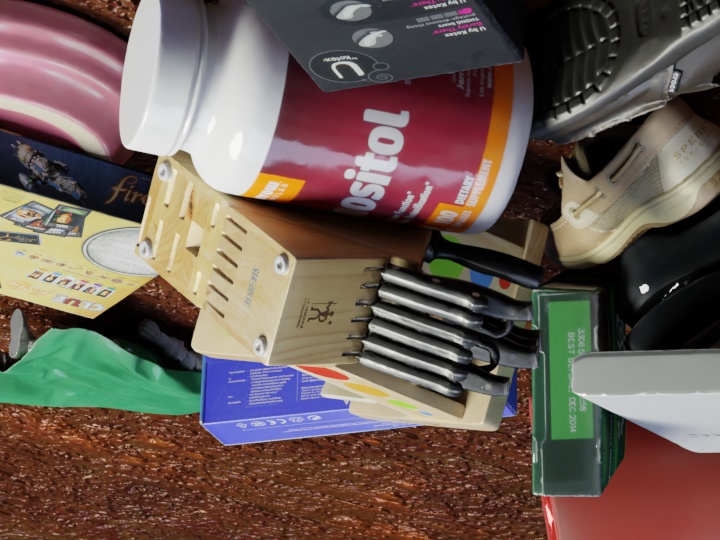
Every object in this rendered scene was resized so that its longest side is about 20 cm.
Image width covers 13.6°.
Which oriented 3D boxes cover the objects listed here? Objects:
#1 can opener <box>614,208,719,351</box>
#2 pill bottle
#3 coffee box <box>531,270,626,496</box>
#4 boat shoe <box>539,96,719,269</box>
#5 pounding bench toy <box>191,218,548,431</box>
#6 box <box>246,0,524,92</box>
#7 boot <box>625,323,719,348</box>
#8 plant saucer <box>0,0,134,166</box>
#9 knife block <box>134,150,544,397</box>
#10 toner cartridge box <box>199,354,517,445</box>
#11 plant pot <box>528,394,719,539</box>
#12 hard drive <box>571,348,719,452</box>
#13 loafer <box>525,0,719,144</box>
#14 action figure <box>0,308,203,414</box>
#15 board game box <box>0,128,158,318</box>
[{"bbox_3d":[0.225,-0.023,1.708,0.200,0.079,0.063,-40,164,16],"label":"can opener"},{"bbox_3d":[-0.020,-0.088,1.569,0.199,0.113,0.113,9,155,-16],"label":"pill bottle"},{"bbox_3d":[0.132,0.064,1.797,0.044,0.123,0.200,0,-178,9],"label":"coffee box"},{"bbox_3d":[0.148,-0.055,1.702,0.065,0.071,0.200,45,154,-7],"label":"boat shoe"},{"bbox_3d":[-0.024,0.007,1.761,0.156,0.125,0.200,23,167,-37],"label":"pounding bench toy"},{"bbox_3d":[-0.005,-0.181,1.348,0.106,0.123,0.200,-8,154,20],"label":"box"},{"bbox_3d":[0.219,0.030,1.845,0.146,0.070,0.200,4,141,-36],"label":"boot"},{"bbox_3d":[-0.212,-0.085,1.668,0.200,0.051,0.201,2,156,1],"label":"plant saucer"},{"bbox_3d":[0.000,0.000,1.611,0.175,0.064,0.200,0,-154,-39],"label":"knife block"},{"bbox_3d":[-0.001,0.051,1.902,0.199,0.095,0.043,-6,155,19],"label":"toner cartridge box"},{"bbox_3d":[0.215,0.166,2.053,0.177,0.201,0.201,-9,155,1],"label":"plant pot"},{"bbox_3d":[0.216,0.075,1.712,0.132,0.027,0.200,-3,167,24],"label":"hard drive"},{"bbox_3d":[0.154,-0.110,1.553,0.071,0.073,0.200,22,149,-34],"label":"loafer"},{"bbox_3d":[-0.154,0.065,1.995,0.200,0.055,0.118,12,153,-38],"label":"action figure"},{"bbox_3d":[-0.203,-0.032,1.681,0.200,0.035,0.135,17,152,-30],"label":"board game box"}]
